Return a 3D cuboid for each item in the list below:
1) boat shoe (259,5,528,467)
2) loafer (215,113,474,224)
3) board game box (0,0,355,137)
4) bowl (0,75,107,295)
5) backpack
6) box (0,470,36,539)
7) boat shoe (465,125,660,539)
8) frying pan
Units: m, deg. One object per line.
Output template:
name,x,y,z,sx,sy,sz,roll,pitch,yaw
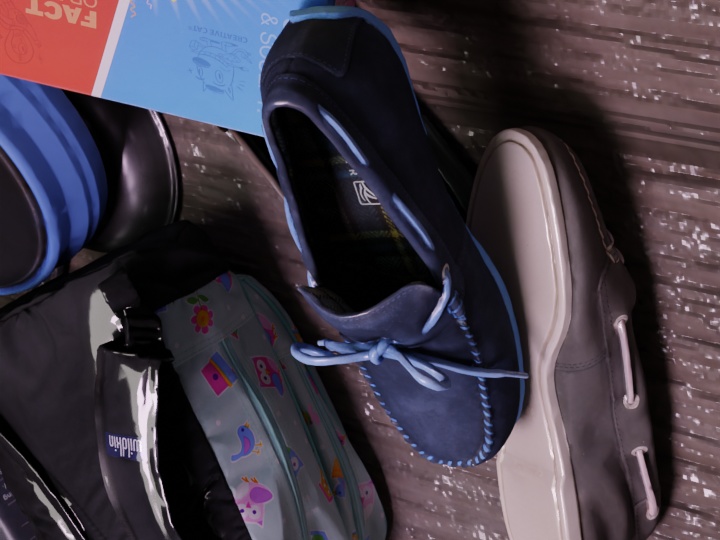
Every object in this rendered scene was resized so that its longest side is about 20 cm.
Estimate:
boat shoe,0.000,0.000,1.026,0.084,0.069,0.201,-11,121,30
loafer,-0.029,-0.068,1.119,0.200,0.063,0.072,48,142,12
board game box,-0.074,-0.151,1.011,0.152,0.040,0.201,13,130,12
bowl,-0.209,-0.064,1.241,0.200,0.039,0.201,24,149,15
backpack,-0.079,0.087,1.234,0.167,0.126,0.201,-23,97,49
box,-0.153,0.160,1.375,0.197,0.124,0.200,55,143,-1
boat shoe,0.084,0.030,1.085,0.067,0.057,0.201,28,131,50
frying pan,-0.151,-0.043,1.305,0.190,0.031,0.115,-33,90,50
